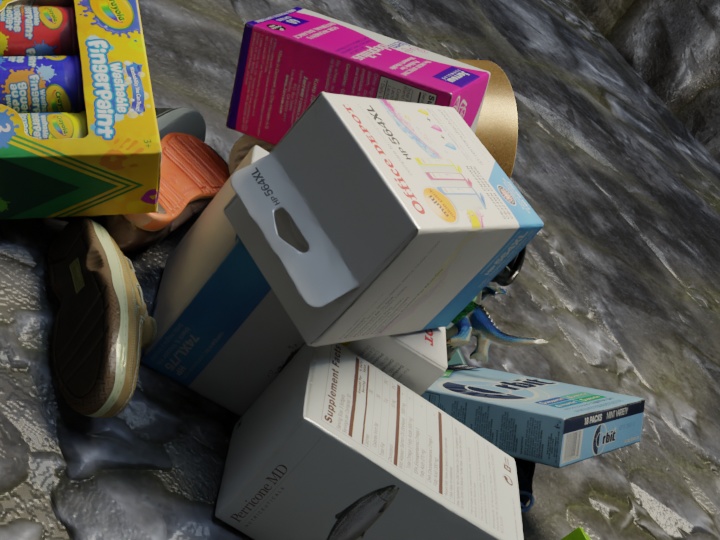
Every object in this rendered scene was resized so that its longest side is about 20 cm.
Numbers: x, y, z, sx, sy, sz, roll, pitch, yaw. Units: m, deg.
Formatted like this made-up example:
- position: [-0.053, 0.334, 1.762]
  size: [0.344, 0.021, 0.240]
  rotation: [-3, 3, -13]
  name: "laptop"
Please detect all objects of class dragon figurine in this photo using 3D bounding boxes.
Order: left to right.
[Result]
- position: [0.102, 0.035, 1.173]
  size: [0.059, 0.200, 0.100]
  rotation: [23, 72, -29]
  name: "dragon figurine"

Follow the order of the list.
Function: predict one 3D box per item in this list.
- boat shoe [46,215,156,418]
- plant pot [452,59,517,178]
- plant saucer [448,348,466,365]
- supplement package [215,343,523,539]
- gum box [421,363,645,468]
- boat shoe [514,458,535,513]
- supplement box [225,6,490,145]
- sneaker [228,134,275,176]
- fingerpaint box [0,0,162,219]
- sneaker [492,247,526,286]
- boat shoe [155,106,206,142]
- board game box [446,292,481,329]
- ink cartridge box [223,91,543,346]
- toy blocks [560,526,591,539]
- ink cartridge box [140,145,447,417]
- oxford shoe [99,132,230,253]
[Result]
- position: [-0.182, 0.038, 0.897]
  size: [0.076, 0.072, 0.201]
  rotation: [37, 23, -37]
  name: "boat shoe"
- position: [0.027, -0.136, 1.217]
  size: [0.199, 0.187, 0.187]
  rotation: [7, 39, -25]
  name: "plant pot"
- position: [0.037, 0.077, 1.196]
  size: [0.199, 0.019, 0.070]
  rotation: [23, 31, -36]
  name: "plant saucer"
- position: [0.009, 0.162, 0.904]
  size: [0.199, 0.117, 0.118]
  rotation: [34, 26, -15]
  name: "supplement package"
- position: [0.129, 0.125, 1.082]
  size: [0.199, 0.045, 0.170]
  rotation: [9, 6, 35]
  name: "gum box"
- position: [0.113, 0.188, 1.065]
  size: [0.084, 0.069, 0.200]
  rotation: [39, 25, -4]
  name: "boat shoe"
- position: [-0.002, -0.149, 1.055]
  size: [0.199, 0.104, 0.101]
  rotation: [23, 27, 16]
  name: "supplement box"
- position: [-0.044, -0.059, 1.136]
  size: [0.200, 0.078, 0.079]
  rotation: [42, 10, -16]
  name: "sneaker"
- position: [-0.252, -0.139, 0.955]
  size: [0.166, 0.074, 0.201]
  rotation: [-3, 51, -15]
  name: "fingerpaint box"
- position: [0.091, -0.039, 1.104]
  size: [0.099, 0.071, 0.200]
  rotation: [17, -4, 32]
  name: "sneaker"
- position: [-0.218, -0.102, 1.077]
  size: [0.063, 0.071, 0.200]
  rotation: [15, 26, 23]
  name: "boat shoe"
- position: [0.000, 0.000, 1.078]
  size: [0.199, 0.105, 0.024]
  rotation: [32, 41, -18]
  name: "board game box"
- position: [0.012, -0.037, 0.873]
  size: [0.200, 0.125, 0.129]
  rotation: [-5, 54, -55]
  name: "ink cartridge box"
- position: [0.241, 0.327, 1.018]
  size: [0.137, 0.100, 0.201]
  rotation: [30, 26, -48]
  name: "toy blocks"
- position: [-0.049, 0.033, 0.987]
  size: [0.199, 0.146, 0.147]
  rotation: [32, 29, -19]
  name: "ink cartridge box"
- position: [-0.175, -0.067, 1.058]
  size: [0.071, 0.073, 0.200]
  rotation: [46, 25, 1]
  name: "oxford shoe"
